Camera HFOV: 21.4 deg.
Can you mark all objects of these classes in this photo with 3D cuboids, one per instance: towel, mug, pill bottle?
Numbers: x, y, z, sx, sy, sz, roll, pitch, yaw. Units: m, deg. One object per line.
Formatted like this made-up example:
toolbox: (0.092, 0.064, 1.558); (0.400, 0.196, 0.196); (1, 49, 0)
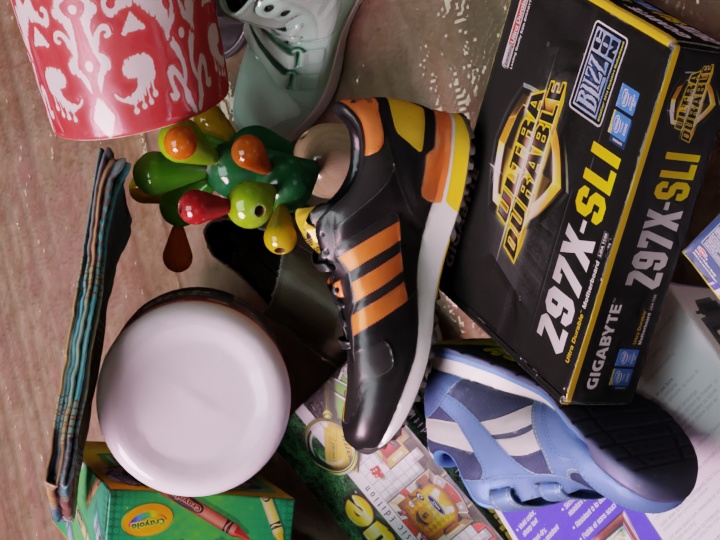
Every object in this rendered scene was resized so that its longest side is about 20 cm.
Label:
towel: (-0.162, 0.043, 1.139); (0.147, 0.022, 0.201); (112, 165, -73)
mug: (-0.133, -0.194, 1.097); (0.133, 0.177, 0.201); (6, 115, 41)
pill bottle: (-0.104, 0.070, 1.199); (0.200, 0.115, 0.117); (-145, 45, -85)

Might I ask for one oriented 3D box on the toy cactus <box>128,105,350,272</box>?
toy cactus: (-0.053, -0.053, 1.142); (0.200, 0.164, 0.103); (-163, 66, -78)

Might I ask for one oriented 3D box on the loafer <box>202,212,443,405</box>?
loafer: (-0.029, 0.021, 1.209); (0.200, 0.069, 0.075); (38, 123, 31)

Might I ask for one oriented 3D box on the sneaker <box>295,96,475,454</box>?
sneaker: (0.000, 0.000, 1.076); (0.070, 0.090, 0.201); (-174, 97, -77)

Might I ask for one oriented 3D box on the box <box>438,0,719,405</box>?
box: (0.115, -0.050, 1.024); (0.160, 0.049, 0.201); (44, 124, 53)

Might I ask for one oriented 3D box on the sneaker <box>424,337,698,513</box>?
sneaker: (0.106, 0.098, 1.040); (0.200, 0.074, 0.083); (26, 109, 52)

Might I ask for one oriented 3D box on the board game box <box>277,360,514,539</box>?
board game box: (0.036, 0.152, 1.178); (0.200, 0.023, 0.105); (49, 134, 5)

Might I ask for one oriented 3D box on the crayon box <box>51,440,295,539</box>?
crayon box: (-0.126, 0.155, 1.233); (0.200, 0.118, 0.059); (-167, 83, -72)

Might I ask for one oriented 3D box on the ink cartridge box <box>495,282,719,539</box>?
ink cartridge box: (0.156, 0.108, 1.068); (0.200, 0.043, 0.198); (57, 131, 24)

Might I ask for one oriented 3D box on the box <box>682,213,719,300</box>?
box: (0.255, 0.043, 0.944); (0.200, 0.070, 0.064); (56, 132, 19)

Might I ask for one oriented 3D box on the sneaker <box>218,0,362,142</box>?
sneaker: (-0.060, -0.152, 1.166); (0.074, 0.118, 0.201); (46, 128, 24)

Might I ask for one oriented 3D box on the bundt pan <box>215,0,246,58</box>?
bundt pan: (-0.142, -0.232, 1.256); (0.201, 0.076, 0.203); (13, 109, 42)
